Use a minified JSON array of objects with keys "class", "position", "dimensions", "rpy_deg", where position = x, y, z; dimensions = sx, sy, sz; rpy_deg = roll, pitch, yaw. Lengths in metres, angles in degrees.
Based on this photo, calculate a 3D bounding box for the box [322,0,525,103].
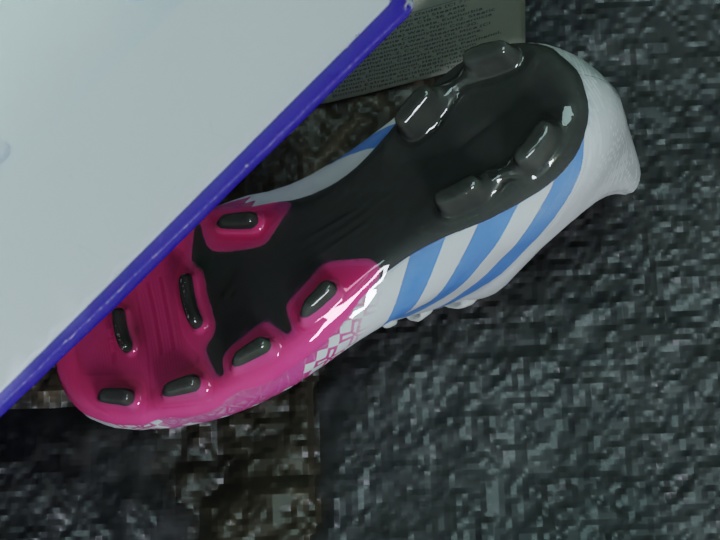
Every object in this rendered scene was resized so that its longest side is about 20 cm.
[{"class":"box","position":[0.004,-0.128,0.824],"dimensions":[0.082,0.200,0.069],"rpy_deg":[-14,68,-3]}]

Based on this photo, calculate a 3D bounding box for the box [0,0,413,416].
[{"class":"box","position":[-0.106,-0.040,0.787],"dimensions":[0.105,0.200,0.184],"rpy_deg":[46,77,-9]}]

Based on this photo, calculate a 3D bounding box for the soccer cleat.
[{"class":"soccer cleat","position":[0.000,0.000,0.853],"dimensions":[0.200,0.086,0.070],"rpy_deg":[-29,63,17]}]
